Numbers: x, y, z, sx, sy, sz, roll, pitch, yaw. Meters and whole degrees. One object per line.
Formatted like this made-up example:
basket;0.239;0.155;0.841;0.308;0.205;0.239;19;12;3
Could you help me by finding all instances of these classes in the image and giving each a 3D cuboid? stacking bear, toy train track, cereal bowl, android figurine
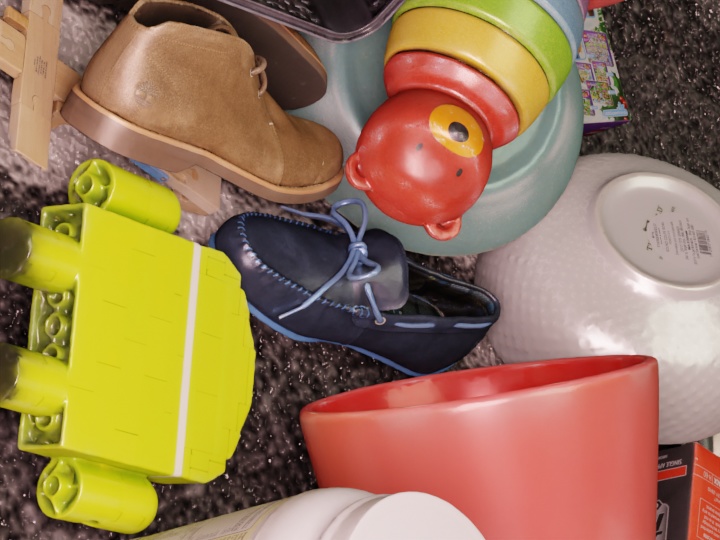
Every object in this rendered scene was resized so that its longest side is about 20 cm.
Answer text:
stacking bear;0.062;-0.114;1.373;0.121;0.114;0.201;35;65;-17
toy train track;-0.149;-0.081;1.294;0.200;0.032;0.116;35;45;-41
cereal bowl;0.172;0.002;1.499;0.198;0.084;0.201;10;46;-11
android figurine;-0.118;0.040;1.252;0.199;0.041;0.184;19;70;-55

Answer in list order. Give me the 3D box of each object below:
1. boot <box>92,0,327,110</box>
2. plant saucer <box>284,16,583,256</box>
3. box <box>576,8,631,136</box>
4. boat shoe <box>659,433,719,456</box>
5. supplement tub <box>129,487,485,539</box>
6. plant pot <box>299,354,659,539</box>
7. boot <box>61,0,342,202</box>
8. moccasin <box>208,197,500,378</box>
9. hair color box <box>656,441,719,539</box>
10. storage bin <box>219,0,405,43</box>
boot;-0.091;-0.162;1.357;0.200;0.073;0.076;35;46;-30
plant saucer;0.048;-0.110;1.450;0.198;0.036;0.202;6;73;-19
box;0.084;-0.151;1.562;0.199;0.039;0.138;-6;81;-48
boat shoe;0.197;0.080;1.596;0.067;0.072;0.202;-1;81;-10
supplement tub;-0.038;0.185;1.183;0.144;0.199;0.146;19;62;-42
plant pot;0.075;0.147;1.346;0.200;0.199;0.179;-10;94;-48
boot;-0.065;-0.088;1.299;0.199;0.073;0.076;13;108;-53
moccasin;0.000;0.000;1.385;0.199;0.068;0.081;17;47;-47
hair color box;0.171;0.212;1.476;0.061;0.101;0.201;32;54;-38
storage bin;-0.040;-0.216;1.296;0.199;0.135;0.094;14;39;-49
